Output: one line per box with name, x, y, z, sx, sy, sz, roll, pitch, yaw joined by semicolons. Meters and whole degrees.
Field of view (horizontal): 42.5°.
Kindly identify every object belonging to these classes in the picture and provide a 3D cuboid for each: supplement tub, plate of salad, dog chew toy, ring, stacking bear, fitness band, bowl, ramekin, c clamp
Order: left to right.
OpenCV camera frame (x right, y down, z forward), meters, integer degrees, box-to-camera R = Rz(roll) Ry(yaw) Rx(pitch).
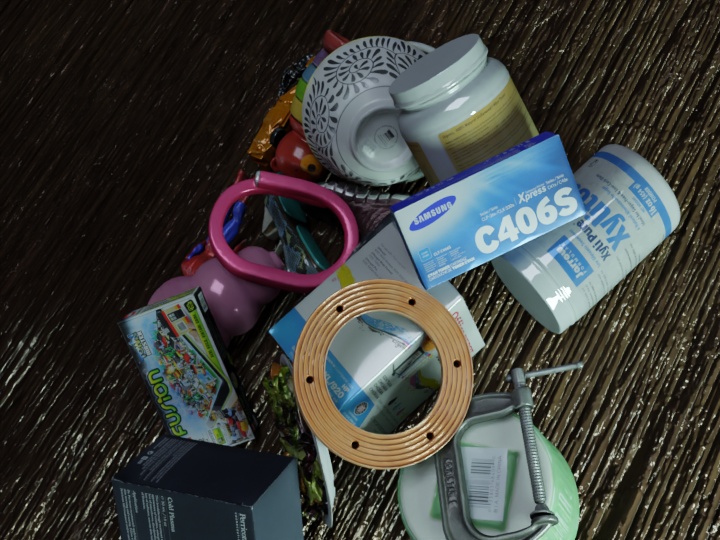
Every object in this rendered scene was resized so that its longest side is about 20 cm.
dog chew toy;-0.188;0.042;1.234;0.198;0.125;0.125;-34;56;0
fitness band;-0.098;-0.049;1.198;0.195;0.038;0.147;13;69;-3
plate of salad;-0.072;0.197;1.061;0.047;0.202;0.203;-14;55;-13
stacking bear;-0.049;-0.211;1.267;0.202;0.120;0.114;-59;37;14
bowl;0.025;-0.184;1.177;0.198;0.203;0.095;-25;29;6
ring;0.024;0.110;0.994;0.195;0.019;0.205;2;74;-8
supplement tub;0.132;-0.156;1.089;0.143;0.202;0.145;-28;21;12
ramekin;0.134;0.246;1.011;0.196;0.098;0.204;-10;59;16
c clamp;0.154;0.194;0.955;0.167;0.027;0.204;-9;59;17
supplement tub;0.266;-0.039;1.098;0.199;0.132;0.132;-42;56;-5

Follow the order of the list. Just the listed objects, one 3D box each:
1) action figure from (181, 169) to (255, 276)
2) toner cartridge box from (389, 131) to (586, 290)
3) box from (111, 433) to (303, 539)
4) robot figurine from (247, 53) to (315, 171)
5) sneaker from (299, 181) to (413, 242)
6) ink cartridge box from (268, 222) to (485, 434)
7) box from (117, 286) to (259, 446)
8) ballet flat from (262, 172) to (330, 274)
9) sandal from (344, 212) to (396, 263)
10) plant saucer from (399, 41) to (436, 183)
action figure;-0.201;-0.044;1.335;0.065;0.052;0.202;25;78;36
toner cartridge box;0.139;-0.066;1.016;0.197;0.096;0.043;-26;13;0
box;-0.161;0.307;1.028;0.178;0.205;0.104;6;21;24
robot figurine;-0.078;-0.235;1.385;0.143;0.058;0.202;23;73;30
sneaker;-0.006;-0.049;1.246;0.196;0.076;0.118;8;68;24
ink cartridge box;0.024;0.081;1.116;0.199;0.148;0.145;-41;58;-5
box;-0.215;0.133;1.169;0.108;0.204;0.035;-19;14;10
ballet flat;-0.104;-0.051;1.292;0.073;0.075;0.202;-28;53;4
sandal;-0.001;0.000;1.175;0.043;0.075;0.202;46;110;30
plant saucer;0.059;-0.218;1.308;0.196;0.050;0.205;-3;81;21
